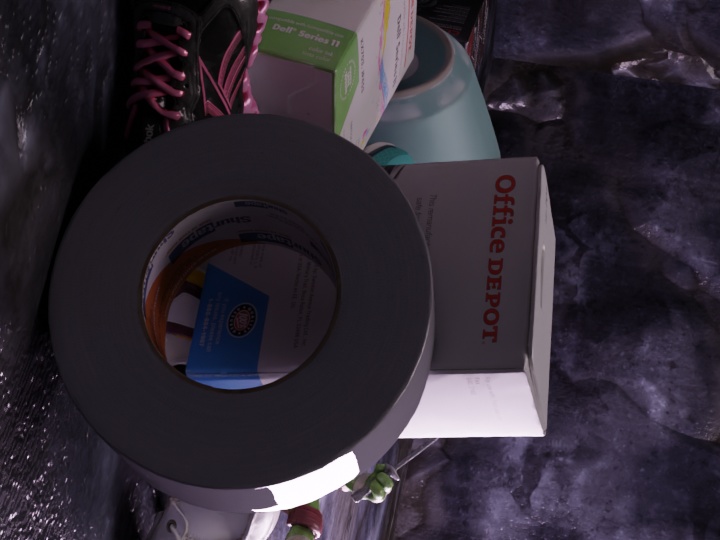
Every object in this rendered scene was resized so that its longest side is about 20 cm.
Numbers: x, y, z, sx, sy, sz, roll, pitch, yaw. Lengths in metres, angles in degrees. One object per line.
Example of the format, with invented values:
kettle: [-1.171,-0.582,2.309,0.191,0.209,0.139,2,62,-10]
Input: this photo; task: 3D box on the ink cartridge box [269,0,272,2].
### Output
ink cartridge box: [-0.078,-0.175,1.008,0.199,0.043,0.201,90,10,-49]

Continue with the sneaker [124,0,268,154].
sneaker: [-0.102,-0.108,0.846,0.201,0.078,0.096,88,25,-50]

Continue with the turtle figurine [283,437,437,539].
turtle figurine: [-0.044,0.156,1.296,0.145,0.198,0.195,56,34,-24]

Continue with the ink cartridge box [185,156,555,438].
ink cartridge box: [0.012,0.018,0.888,0.086,0.197,0.148,70,24,-52]

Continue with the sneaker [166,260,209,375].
sneaker: [-0.110,0.070,0.967,0.201,0.074,0.091,70,28,-57]

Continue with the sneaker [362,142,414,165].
sneaker: [0.000,0.000,1.004,0.078,0.079,0.201,57,46,-42]

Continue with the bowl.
bowl: [0.014,-0.127,1.158,0.202,0.198,0.106,-73,168,-47]

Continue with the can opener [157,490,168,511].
can opener: [-0.120,0.204,1.096,0.201,0.053,0.067,88,13,-49]

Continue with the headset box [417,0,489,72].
headset box: [0.037,-0.215,1.419,0.200,0.147,0.078,-65,161,-62]

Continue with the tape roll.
tape roll: [-0.059,0.022,0.791,0.066,0.198,0.203,77,23,-69]

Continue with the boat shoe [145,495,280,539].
boat shoe: [-0.107,0.185,0.993,0.069,0.070,0.201,-50,168,-49]

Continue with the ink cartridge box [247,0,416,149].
ink cartridge box: [-0.010,-0.161,1.023,0.118,0.067,0.201,91,20,-48]
